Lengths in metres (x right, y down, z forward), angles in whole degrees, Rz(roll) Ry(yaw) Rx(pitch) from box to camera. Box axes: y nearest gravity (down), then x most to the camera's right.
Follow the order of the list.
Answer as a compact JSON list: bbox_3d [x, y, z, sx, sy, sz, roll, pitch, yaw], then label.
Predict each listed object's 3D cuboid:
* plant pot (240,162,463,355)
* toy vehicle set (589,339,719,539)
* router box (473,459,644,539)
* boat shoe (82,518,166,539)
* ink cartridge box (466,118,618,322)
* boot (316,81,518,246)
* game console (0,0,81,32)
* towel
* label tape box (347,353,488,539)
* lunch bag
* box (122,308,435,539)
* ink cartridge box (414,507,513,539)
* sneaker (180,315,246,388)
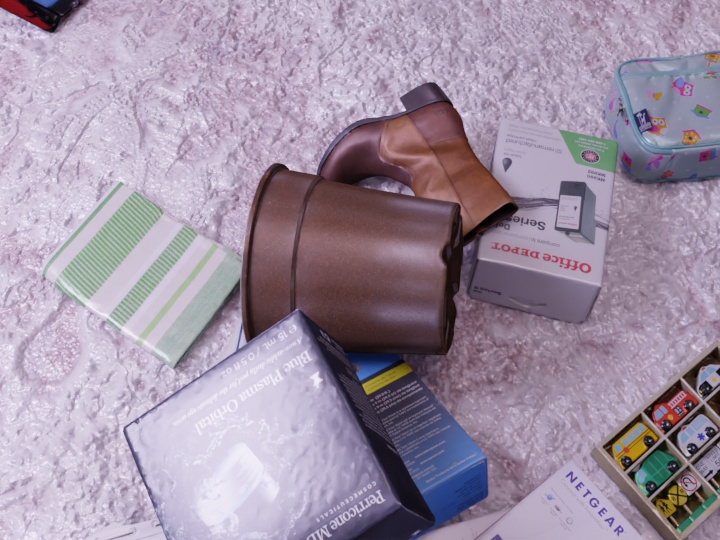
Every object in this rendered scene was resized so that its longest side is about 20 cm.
[{"bbox_3d":[0.000,0.000,1.019,0.194,0.202,0.203,5,58,12],"label":"plant pot"},{"bbox_3d":[0.353,0.178,1.059,0.199,0.027,0.124,-34,68,-21],"label":"toy vehicle set"},{"bbox_3d":[0.191,0.305,0.910,0.178,0.049,0.200,-33,65,-21],"label":"router box"},{"bbox_3d":[-0.228,0.272,0.948,0.196,0.074,0.066,-6,45,-12],"label":"boat shoe"},{"bbox_3d":[0.210,-0.059,1.154,0.143,0.085,0.203,12,60,4],"label":"ink cartridge box"},{"bbox_3d":[0.058,-0.089,1.144,0.186,0.069,0.202,-28,61,3],"label":"boot"},{"bbox_3d":[-0.462,-0.406,1.299,0.197,0.172,0.120,27,88,12],"label":"game console"},{"bbox_3d":[-0.241,0.000,1.127,0.198,0.024,0.153,31,63,12],"label":"towel"},{"bbox_3d":[0.016,0.174,1.009,0.142,0.064,0.200,-25,43,-16],"label":"label tape box"},{"bbox_3d":[0.406,-0.197,1.252,0.195,0.078,0.163,-4,60,-6],"label":"lunch bag"},{"bbox_3d":[-0.072,0.179,0.883,0.195,0.118,0.202,-33,64,4],"label":"box"},{"bbox_3d":[0.124,0.332,0.944,0.196,0.044,0.201,-11,60,-11],"label":"ink cartridge box"},{"bbox_3d":[-0.151,0.127,1.029,0.069,0.073,0.203,15,60,1],"label":"sneaker"}]
